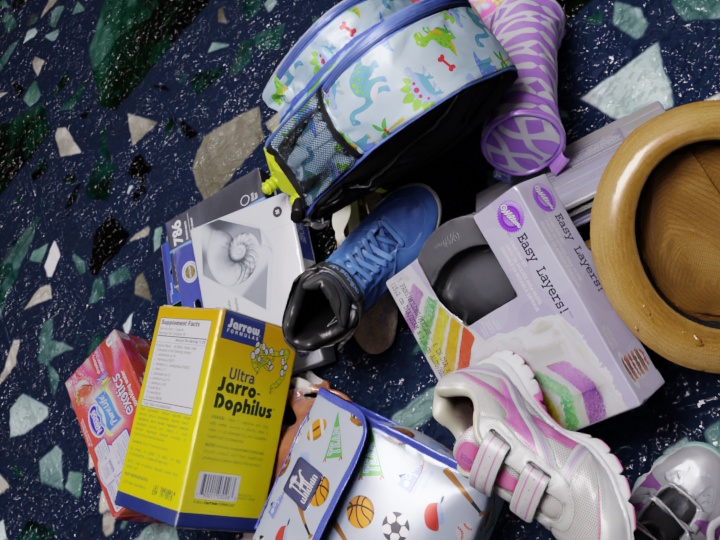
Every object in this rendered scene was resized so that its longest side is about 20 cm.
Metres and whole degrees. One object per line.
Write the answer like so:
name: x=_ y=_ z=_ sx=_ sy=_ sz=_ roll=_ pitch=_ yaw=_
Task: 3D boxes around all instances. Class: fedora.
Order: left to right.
fedora: x=0.272 y=-0.027 z=0.596 sx=0.196 sy=0.082 sz=0.205 roll=1 pitch=94 yaw=16

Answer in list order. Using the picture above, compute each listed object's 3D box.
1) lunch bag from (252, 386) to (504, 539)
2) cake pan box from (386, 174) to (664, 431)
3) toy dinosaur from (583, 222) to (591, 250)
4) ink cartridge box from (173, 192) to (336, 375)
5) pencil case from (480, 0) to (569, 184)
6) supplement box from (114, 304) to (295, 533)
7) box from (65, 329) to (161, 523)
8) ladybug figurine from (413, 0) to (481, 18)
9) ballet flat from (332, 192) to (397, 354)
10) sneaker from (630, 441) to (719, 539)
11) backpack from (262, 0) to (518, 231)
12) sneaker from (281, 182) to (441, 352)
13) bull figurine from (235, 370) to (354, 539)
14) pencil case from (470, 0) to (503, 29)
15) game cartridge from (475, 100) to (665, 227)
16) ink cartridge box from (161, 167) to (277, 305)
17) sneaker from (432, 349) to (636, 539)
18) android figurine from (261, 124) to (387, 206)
lunch bag: x=0.009 y=0.220 z=0.697 sx=0.197 sy=0.124 sz=0.172 roll=23 pitch=83 yaw=25
cake pan box: x=0.128 y=0.045 z=0.661 sx=0.184 sy=0.052 sz=0.203 roll=-35 pitch=79 yaw=45
toy dinosaur: x=0.173 y=-0.010 z=0.704 sx=0.100 sy=0.059 sz=0.198 roll=-31 pitch=21 yaw=-31
ink cartridge box: x=-0.138 y=0.035 z=0.898 sx=0.197 sy=0.040 sz=0.203 roll=-20 pitch=74 yaw=23
pencil case: x=0.164 y=-0.185 z=0.756 sx=0.084 sy=0.084 sz=0.203 roll=119 pitch=164 yaw=-55
supplement box: x=-0.151 y=0.146 z=0.779 sx=0.108 sy=0.109 sz=0.204 roll=0 pitch=74 yaw=42
box: x=-0.255 y=0.181 z=0.910 sx=0.100 sy=0.095 sz=0.201 roll=-43 pitch=55 yaw=10
ladybug figurine: x=0.032 y=-0.225 z=0.807 sx=0.197 sy=0.072 sz=0.138 roll=-2 pitch=112 yaw=33
ballet flat: x=-0.005 y=-0.011 z=0.842 sx=0.067 sy=0.067 sz=0.204 roll=-21 pitch=63 yaw=25
sneaker: x=0.209 y=0.216 z=0.574 sx=0.077 sy=0.139 sz=0.202 roll=33 pitch=92 yaw=28
backpack: x=0.021 y=-0.159 z=0.683 sx=0.199 sy=0.182 sz=0.148 roll=-32 pitch=90 yaw=42
sneaker: x=0.001 y=0.001 z=0.742 sx=0.200 sy=0.111 sz=0.077 roll=-44 pitch=91 yaw=13
bull figurine: x=-0.078 y=0.202 z=0.809 sx=0.121 sy=0.065 sz=0.201 roll=39 pitch=95 yaw=37
pencil case: x=0.129 y=-0.288 z=0.851 sx=0.199 sy=0.087 sz=0.088 roll=-35 pitch=57 yaw=15
game cartridge: x=0.199 y=-0.079 z=0.720 sx=0.198 sy=0.039 sz=0.130 roll=-27 pitch=18 yaw=22
ink cartridge box: x=-0.188 y=-0.039 z=0.987 sx=0.198 sy=0.039 sz=0.101 roll=-29 pitch=60 yaw=21
sneaker: x=0.116 y=0.143 z=0.571 sx=0.200 sy=0.087 sz=0.083 roll=49 pitch=139 yaw=50
android figurine: x=-0.024 y=-0.139 z=0.864 sx=0.180 sy=0.042 sz=0.200 roll=25 pitch=56 yaw=33
